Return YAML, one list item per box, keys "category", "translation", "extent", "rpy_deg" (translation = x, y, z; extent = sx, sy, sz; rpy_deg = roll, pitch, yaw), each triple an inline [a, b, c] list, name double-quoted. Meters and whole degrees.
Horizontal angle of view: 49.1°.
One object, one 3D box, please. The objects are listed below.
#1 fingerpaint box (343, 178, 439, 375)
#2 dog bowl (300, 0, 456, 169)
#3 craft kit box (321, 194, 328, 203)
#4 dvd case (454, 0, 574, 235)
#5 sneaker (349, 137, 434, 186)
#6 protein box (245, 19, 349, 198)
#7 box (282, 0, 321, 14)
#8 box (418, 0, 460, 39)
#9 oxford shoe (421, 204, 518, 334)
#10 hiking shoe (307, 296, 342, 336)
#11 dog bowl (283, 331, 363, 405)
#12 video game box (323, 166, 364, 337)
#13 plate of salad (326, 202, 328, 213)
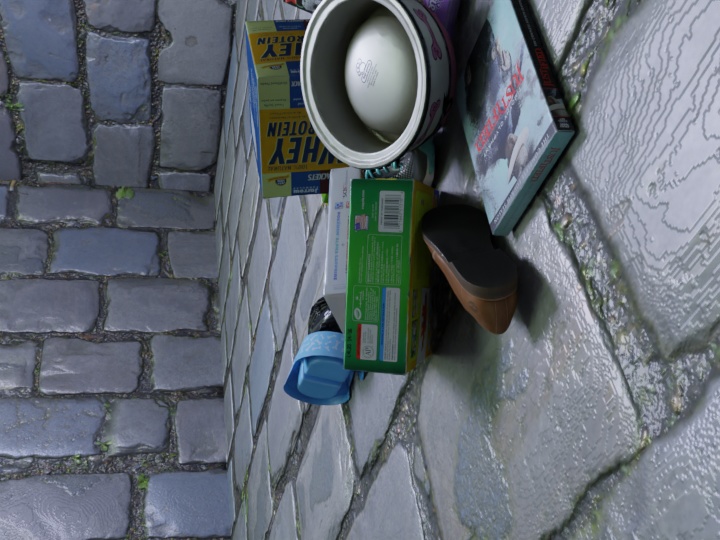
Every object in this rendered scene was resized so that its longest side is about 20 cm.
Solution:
- category: "fingerpaint box"
  translation: [0.037, 0.003, 0.882]
  extent: [0.167, 0.073, 0.201]
  rpy_deg: [-8, -79, -75]
- category: "dog bowl"
  translation: [0.023, -0.218, 0.884]
  extent: [0.200, 0.074, 0.201]
  rpy_deg: [19, 117, 42]
- category: "craft kit box"
  translation: [-0.037, -0.254, 1.357]
  extent: [0.198, 0.048, 0.201]
  rpy_deg: [108, 158, -51]
- category: "dvd case"
  translation: [0.140, -0.156, 0.759]
  extent: [0.146, 0.022, 0.201]
  rpy_deg: [114, 152, -53]
- category: "sneaker"
  translation: [0.033, -0.127, 1.006]
  extent: [0.200, 0.091, 0.078]
  rpy_deg: [142, 127, -70]
- category: "protein box"
  translation: [-0.097, -0.249, 1.198]
  extent: [0.200, 0.134, 0.199]
  rpy_deg: [-108, 16, -49]
- category: "box"
  translation: [0.004, -0.367, 0.977]
  extent: [0.040, 0.199, 0.137]
  rpy_deg: [-48, -21, -47]
- category: "box"
  translation: [0.041, -0.289, 0.935]
  extent: [0.039, 0.136, 0.201]
  rpy_deg: [-38, -34, -51]
- category: "oxford shoe"
  translation: [0.105, -0.006, 0.791]
  extent: [0.200, 0.071, 0.072]
  rpy_deg: [-104, 3, -58]
- category: "hiking shoe"
  translation: [-0.060, 0.084, 1.334]
  extent: [0.200, 0.075, 0.101]
  rpy_deg: [120, 145, -61]
- category: "dog bowl"
  translation: [-0.059, 0.159, 1.275]
  extent: [0.200, 0.111, 0.050]
  rpy_deg: [117, 164, -56]
- category: "video game box"
  translation: [0.000, 0.000, 1.007]
  extent: [0.200, 0.047, 0.183]
  rpy_deg: [67, -161, -57]
- category: "plate of salad"
  translation: [-0.021, -0.065, 1.269]
  extent: [0.200, 0.048, 0.201]
  rpy_deg: [-177, 90, -74]
